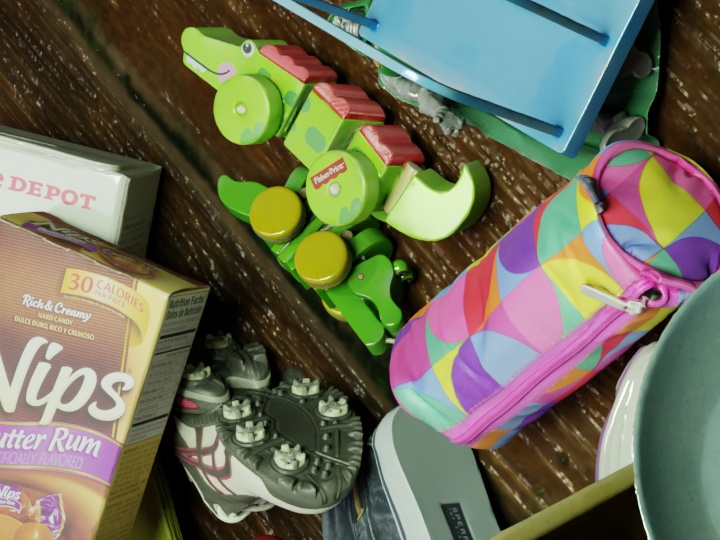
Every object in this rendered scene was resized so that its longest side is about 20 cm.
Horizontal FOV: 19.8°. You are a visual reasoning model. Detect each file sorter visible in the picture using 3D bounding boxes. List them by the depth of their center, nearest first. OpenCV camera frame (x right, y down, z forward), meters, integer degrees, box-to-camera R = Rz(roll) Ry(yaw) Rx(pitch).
[{"bbox_3d":[0.062,-0.179,0.918,0.138,0.122,0.201,33,102,34],"label":"file sorter"}]

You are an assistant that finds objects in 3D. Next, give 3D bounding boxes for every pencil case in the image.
[{"bbox_3d":[0.092,0.016,0.984,0.089,0.088,0.200,62,142,13],"label":"pencil case"}]

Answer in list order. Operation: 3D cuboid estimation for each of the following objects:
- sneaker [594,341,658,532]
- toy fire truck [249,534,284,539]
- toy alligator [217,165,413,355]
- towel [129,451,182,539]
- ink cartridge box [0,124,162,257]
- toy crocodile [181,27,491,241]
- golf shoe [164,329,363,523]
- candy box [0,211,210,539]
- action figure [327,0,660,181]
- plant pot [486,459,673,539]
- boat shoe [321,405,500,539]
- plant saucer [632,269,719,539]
[{"bbox_3d":[0.166,0.130,0.977,0.099,0.075,0.202,0,105,31],"label":"sneaker"},{"bbox_3d":[-0.071,0.257,1.141,0.112,0.167,0.201,36,135,32],"label":"toy fire truck"},{"bbox_3d":[0.000,0.000,1.107,0.054,0.059,0.200,-44,63,-4],"label":"toy alligator"},{"bbox_3d":[-0.137,0.154,1.261,0.086,0.018,0.202,-47,52,43],"label":"towel"},{"bbox_3d":[-0.210,0.018,1.230,0.144,0.083,0.202,14,99,10],"label":"ink cartridge box"},{"bbox_3d":[-0.017,-0.077,1.094,0.200,0.067,0.062,40,114,27],"label":"toy crocodile"},{"bbox_3d":[-0.053,0.102,1.153,0.200,0.077,0.089,32,131,59],"label":"golf shoe"},{"bbox_3d":[-0.172,0.081,1.150,0.116,0.056,0.202,22,101,19],"label":"candy box"},{"bbox_3d":[0.058,-0.106,1.027,0.199,0.054,0.119,20,112,42],"label":"action figure"},{"bbox_3d":[0.084,0.211,0.890,0.199,0.193,0.197,-33,80,41],"label":"plant pot"},{"bbox_3d":[0.038,0.177,1.086,0.091,0.070,0.202,-49,48,45],"label":"boat shoe"},{"bbox_3d":[0.206,0.085,0.862,0.202,0.199,0.039,63,165,12],"label":"plant saucer"}]
